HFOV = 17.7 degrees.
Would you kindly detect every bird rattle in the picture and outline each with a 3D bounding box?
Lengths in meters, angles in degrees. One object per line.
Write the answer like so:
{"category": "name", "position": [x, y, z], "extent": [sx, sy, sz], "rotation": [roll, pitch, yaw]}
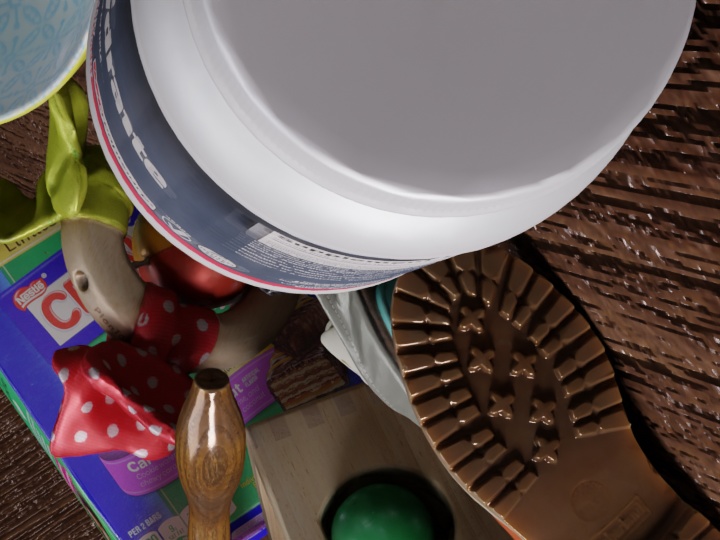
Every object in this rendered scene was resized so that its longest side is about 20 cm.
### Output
{"category": "bird rattle", "position": [-0.096, -0.004, 1.144], "extent": [0.200, 0.163, 0.113], "rotation": [58, 142, 16]}

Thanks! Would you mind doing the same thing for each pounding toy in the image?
{"category": "pounding toy", "position": [0.045, 0.149, 1.099], "extent": [0.200, 0.142, 0.184], "rotation": [83, 165, -59]}

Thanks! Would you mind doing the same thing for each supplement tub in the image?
{"category": "supplement tub", "position": [0.001, -0.069, 0.636], "extent": [0.140, 0.140, 0.200], "rotation": [57, 167, -2]}

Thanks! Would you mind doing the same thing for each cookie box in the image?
{"category": "cookie box", "position": [-0.099, 0.048, 1.237], "extent": [0.200, 0.171, 0.075], "rotation": [52, 164, 17]}

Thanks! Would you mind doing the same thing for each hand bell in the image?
{"category": "hand bell", "position": [-0.070, 0.126, 1.086], "extent": [0.104, 0.104, 0.200], "rotation": [46, 146, 38]}

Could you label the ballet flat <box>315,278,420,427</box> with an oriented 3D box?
{"category": "ballet flat", "position": [0.000, 0.000, 0.970], "extent": [0.064, 0.067, 0.200], "rotation": [-34, 84, 43]}

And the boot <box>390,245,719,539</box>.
{"category": "boot", "position": [0.072, 0.077, 0.904], "extent": [0.200, 0.075, 0.107], "rotation": [56, 172, -3]}

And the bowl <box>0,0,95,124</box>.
{"category": "bowl", "position": [-0.191, -0.178, 1.105], "extent": [0.200, 0.200, 0.108], "rotation": [59, -150, -14]}

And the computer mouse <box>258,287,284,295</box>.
{"category": "computer mouse", "position": [-0.063, -0.038, 1.072], "extent": [0.059, 0.034, 0.200], "rotation": [59, -175, -26]}
